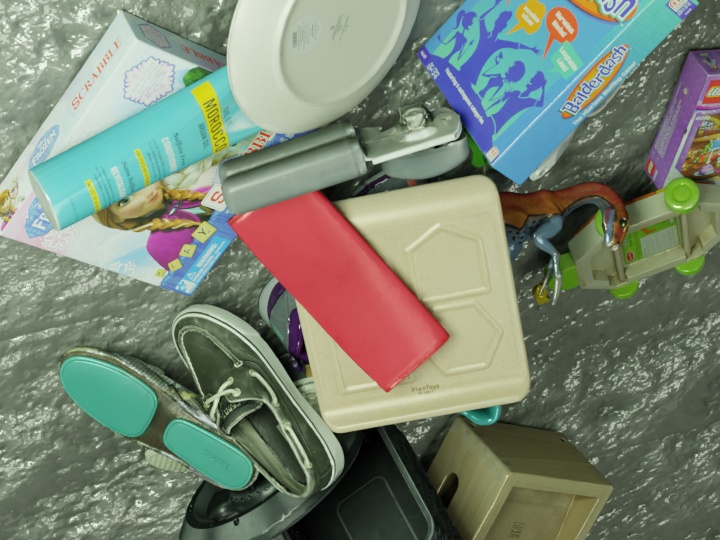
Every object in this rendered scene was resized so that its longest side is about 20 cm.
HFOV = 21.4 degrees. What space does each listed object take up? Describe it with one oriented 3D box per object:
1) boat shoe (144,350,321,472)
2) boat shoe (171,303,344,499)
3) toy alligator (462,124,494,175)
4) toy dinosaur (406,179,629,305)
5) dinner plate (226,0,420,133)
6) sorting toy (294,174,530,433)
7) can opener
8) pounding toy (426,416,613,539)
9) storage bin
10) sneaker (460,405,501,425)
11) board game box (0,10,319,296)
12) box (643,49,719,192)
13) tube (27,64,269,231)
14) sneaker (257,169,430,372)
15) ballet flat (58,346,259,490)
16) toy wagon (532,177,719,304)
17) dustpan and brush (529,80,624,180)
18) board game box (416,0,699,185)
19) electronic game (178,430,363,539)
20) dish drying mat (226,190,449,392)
[{"bbox_3d":[-0.111,0.129,1.740,0.199,0.063,0.075,-27,144,19],"label":"boat shoe"},{"bbox_3d":[-0.096,0.110,1.626,0.071,0.200,0.064,-51,166,28],"label":"boat shoe"},{"bbox_3d":[0.108,-0.127,1.627,0.054,0.060,0.201,24,140,0],"label":"toy alligator"},{"bbox_3d":[0.150,-0.038,1.656,0.181,0.105,0.201,-32,148,-9],"label":"toy dinosaur"},{"bbox_3d":[-0.019,-0.191,1.459,0.199,0.024,0.202,-28,137,-30],"label":"dinner plate"},{"bbox_3d":[0.040,0.028,1.603,0.183,0.037,0.202,-10,110,4],"label":"sorting toy"},{"bbox_3d":[-0.010,-0.079,1.505,0.198,0.054,0.067,-18,123,1],"label":"can opener"},{"bbox_3d":[0.116,0.256,1.964,0.183,0.142,0.201,12,113,-39],"label":"pounding toy"},{"bbox_3d":[0.001,0.232,1.798,0.135,0.201,0.094,-36,138,6],"label":"storage bin"},{"bbox_3d":[0.074,0.085,1.790,0.077,0.080,0.200,-42,137,13],"label":"sneaker"},{"bbox_3d":[-0.161,-0.086,1.509,0.198,0.041,0.200,19,119,-41],"label":"board game box"},{"bbox_3d":[0.374,-0.144,1.772,0.198,0.039,0.138,-6,135,-25],"label":"box"},{"bbox_3d":[-0.153,-0.097,1.442,0.199,0.050,0.078,-29,145,-15],"label":"tube"},{"bbox_3d":[0.000,0.000,1.655,0.200,0.088,0.074,-47,137,18],"label":"sneaker"},{"bbox_3d":[-0.174,0.123,1.672,0.199,0.072,0.072,32,116,-6],"label":"ballet flat"},{"bbox_3d":[0.252,-0.023,1.794,0.198,0.040,0.155,-20,154,3],"label":"toy wagon"},{"bbox_3d":[0.188,-0.159,1.562,0.200,0.057,0.140,-47,157,-12],"label":"dustpan and brush"},{"bbox_3d":[0.152,-0.191,1.508,0.200,0.153,0.045,-46,137,16],"label":"board game box"},{"bbox_3d":[-0.082,0.194,1.733,0.199,0.200,0.042,-34,107,4],"label":"electronic game"},{"bbox_3d":[-0.017,0.007,1.566,0.077,0.018,0.200,-39,105,13],"label":"dish drying mat"}]
